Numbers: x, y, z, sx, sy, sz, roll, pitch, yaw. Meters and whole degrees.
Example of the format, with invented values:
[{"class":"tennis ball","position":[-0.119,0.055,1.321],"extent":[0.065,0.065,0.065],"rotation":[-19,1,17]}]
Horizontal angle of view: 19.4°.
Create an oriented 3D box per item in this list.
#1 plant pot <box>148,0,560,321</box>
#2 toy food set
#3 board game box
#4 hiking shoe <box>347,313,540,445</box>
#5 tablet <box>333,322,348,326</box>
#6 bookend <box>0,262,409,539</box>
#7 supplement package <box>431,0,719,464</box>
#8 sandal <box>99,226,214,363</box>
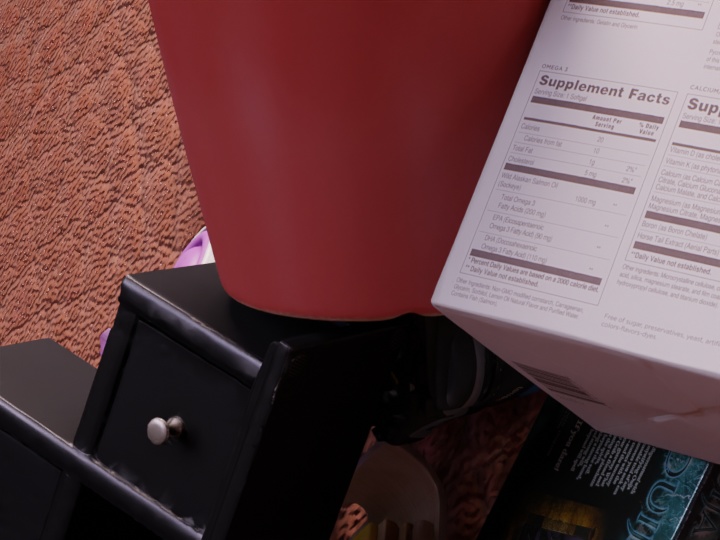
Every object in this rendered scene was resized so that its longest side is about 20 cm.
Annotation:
[{"class":"plant pot","position":[0.006,-0.082,0.872],"extent":[0.200,0.199,0.178],"rotation":[25,121,60]},{"class":"toy food set","position":[-0.025,0.188,0.994],"extent":[0.144,0.060,0.201],"rotation":[-49,22,36]},{"class":"board game box","position":[0.093,0.137,0.921],"extent":[0.201,0.028,0.135],"rotation":[-63,28,-2]},{"class":"hiking shoe","position":[0.050,0.039,0.975],"extent":[0.200,0.086,0.075],"rotation":[172,88,-76]},{"class":"tablet","position":[0.000,0.000,1.042],"extent":[0.200,0.014,0.130],"rotation":[-50,-7,-33]},{"class":"bookend","position":[-0.109,0.072,0.933],"extent":[0.198,0.092,0.201],"rotation":[31,111,26]},{"class":"supplement package","position":[0.154,-0.036,0.807],"extent":[0.150,0.152,0.201],"rotation":[14,76,37]},{"class":"sandal","position":[-0.114,0.048,1.083],"extent":[0.083,0.050,0.203],"rotation":[-49,16,38]}]
